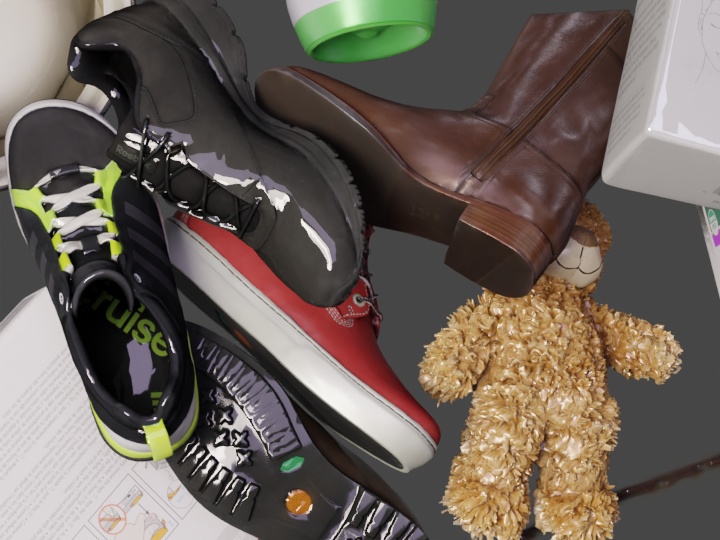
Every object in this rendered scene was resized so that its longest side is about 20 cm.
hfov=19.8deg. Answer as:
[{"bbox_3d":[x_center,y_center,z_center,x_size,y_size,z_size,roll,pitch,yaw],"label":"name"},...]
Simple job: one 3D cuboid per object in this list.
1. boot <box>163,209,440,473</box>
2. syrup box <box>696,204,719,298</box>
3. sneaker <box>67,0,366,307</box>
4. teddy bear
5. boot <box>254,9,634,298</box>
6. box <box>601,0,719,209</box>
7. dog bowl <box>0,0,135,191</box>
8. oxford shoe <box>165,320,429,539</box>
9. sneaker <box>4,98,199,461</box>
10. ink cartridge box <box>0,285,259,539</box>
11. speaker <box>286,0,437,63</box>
[{"bbox_3d":[0.000,0.000,1.097,0.144,0.073,0.200,-42,67,-12],"label":"boot"},{"bbox_3d":[0.223,-0.084,1.141,0.081,0.079,0.202,-11,81,-7],"label":"syrup box"},{"bbox_3d":[-0.076,-0.055,1.039,0.090,0.076,0.200,-22,62,-40],"label":"sneaker"},{"bbox_3d":[0.100,0.052,1.115,0.144,0.067,0.202,22,80,-3],"label":"teddy bear"},{"bbox_3d":[0.063,-0.098,1.113,0.186,0.064,0.200,36,52,2],"label":"boot"},{"bbox_3d":[0.223,-0.132,1.055,0.151,0.106,0.202,14,79,-3],"label":"box"},{"bbox_3d":[-0.219,-0.130,1.120,0.198,0.074,0.202,1,80,-3],"label":"dog bowl"},{"bbox_3d":[-0.043,0.104,1.088,0.073,0.084,0.200,-45,90,4],"label":"oxford shoe"},{"bbox_3d":[-0.123,-0.002,1.025,0.071,0.083,0.201,-21,78,-9],"label":"sneaker"},{"bbox_3d":[-0.166,0.138,1.059,0.176,0.045,0.200,48,59,-13],"label":"ink cartridge box"},{"bbox_3d":[-0.011,-0.222,1.146,0.088,0.088,0.202,-8,81,-6],"label":"speaker"}]
